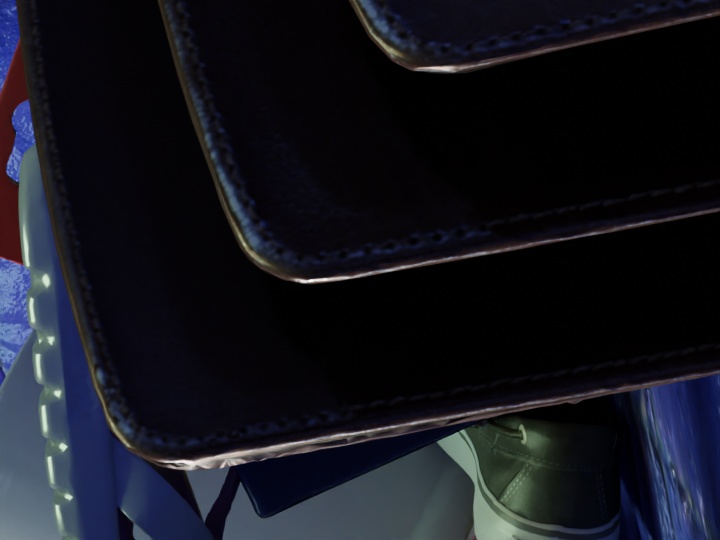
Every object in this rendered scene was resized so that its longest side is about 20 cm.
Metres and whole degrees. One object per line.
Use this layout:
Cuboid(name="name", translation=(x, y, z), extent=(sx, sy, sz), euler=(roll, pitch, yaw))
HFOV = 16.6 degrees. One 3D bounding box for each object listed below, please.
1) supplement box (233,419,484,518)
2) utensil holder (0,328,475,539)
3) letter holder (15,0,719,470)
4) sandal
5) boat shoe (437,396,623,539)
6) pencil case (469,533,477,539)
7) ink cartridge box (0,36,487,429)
Cuboid(name="supplement box", translation=(0.000, 0.000, 0.747), extent=(0.200, 0.109, 0.109), euler=(108, 138, -87))
Cuboid(name="utensil holder", translation=(-0.052, 0.109, 1.048), extent=(0.170, 0.199, 0.171), euler=(22, -90, -80))
Cuboid(name="letter holder", translation=(0.001, -0.082, 0.433), extent=(0.101, 0.142, 0.201), euler=(80, 180, -55))
Cuboid(name="sandal", translation=(-0.057, 0.061, 0.676), extent=(0.083, 0.050, 0.203), euler=(-104, 6, -63))
Cuboid(name="boat shoe", translation=(0.068, 0.055, 0.938), extent=(0.200, 0.068, 0.057), euler=(-107, 25, -73))
Cuboid(name="pencil case", translation=(0.074, 0.156, 1.004), extent=(0.200, 0.083, 0.087), euler=(80, -145, -74))
Cuboid(name="ink cartridge box", translation=(-0.035, -0.026, 0.874), extent=(0.050, 0.199, 0.109), euler=(-175, 104, -83))
